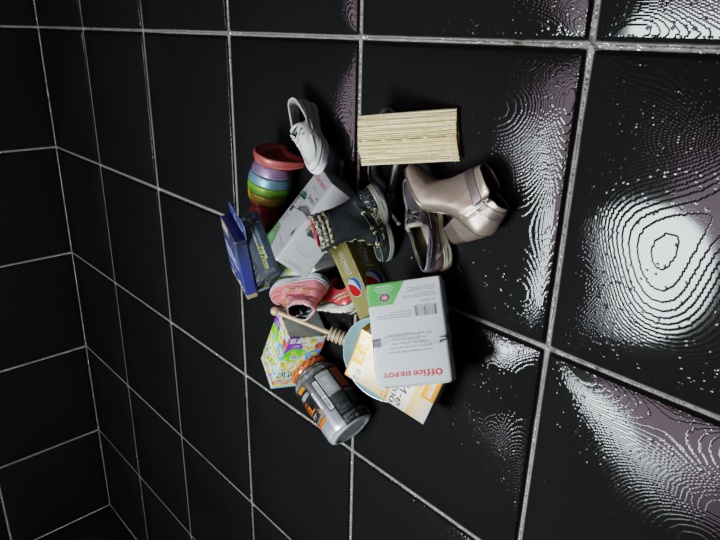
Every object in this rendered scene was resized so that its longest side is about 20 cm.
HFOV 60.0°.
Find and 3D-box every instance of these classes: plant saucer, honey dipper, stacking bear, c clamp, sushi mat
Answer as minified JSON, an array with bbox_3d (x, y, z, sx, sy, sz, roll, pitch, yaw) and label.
[{"bbox_3d":[0.057,0.191,1.372,0.201,0.039,0.201,10,112,28],"label":"plant saucer"},{"bbox_3d":[-0.125,0.132,1.503,0.200,0.038,0.038,20,124,4],"label":"honey dipper"},{"bbox_3d":[-0.220,-0.192,1.512,0.121,0.114,0.200,38,126,35],"label":"stacking bear"},{"bbox_3d":[0.061,-0.215,1.241,0.171,0.027,0.200,-132,44,-52],"label":"c clamp"},{"bbox_3d":[0.088,-0.248,1.164,0.200,0.012,0.096,2,103,24],"label":"sushi mat"}]

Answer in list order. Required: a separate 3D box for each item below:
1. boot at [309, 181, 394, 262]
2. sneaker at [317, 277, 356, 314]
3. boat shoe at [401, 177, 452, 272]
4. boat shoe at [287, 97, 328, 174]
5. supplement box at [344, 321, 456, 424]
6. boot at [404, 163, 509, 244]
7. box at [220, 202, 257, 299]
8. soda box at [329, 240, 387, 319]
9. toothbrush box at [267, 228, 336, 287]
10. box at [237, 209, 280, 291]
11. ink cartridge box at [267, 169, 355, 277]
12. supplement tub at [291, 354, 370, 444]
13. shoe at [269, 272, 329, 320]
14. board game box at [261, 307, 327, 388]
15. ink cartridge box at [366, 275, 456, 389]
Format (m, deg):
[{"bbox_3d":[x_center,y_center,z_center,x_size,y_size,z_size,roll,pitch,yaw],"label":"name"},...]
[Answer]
[{"bbox_3d":[-0.015,-0.072,1.258,0.074,0.154,0.204,56,166,39],"label":"boot"},{"bbox_3d":[-0.068,0.059,1.485,0.200,0.077,0.085,3,85,48],"label":"sneaker"},{"bbox_3d":[0.118,-0.091,1.203,0.072,0.065,0.200,-21,84,54],"label":"boat shoe"},{"bbox_3d":[-0.120,-0.297,1.357,0.072,0.066,0.200,-34,55,41],"label":"boat shoe"},{"bbox_3d":[0.080,0.206,1.295,0.200,0.074,0.126,29,118,18],"label":"supplement box"},{"bbox_3d":[0.176,-0.144,1.116,0.200,0.070,0.146,55,140,7],"label":"boot"},{"bbox_3d":[-0.283,-0.046,1.442,0.121,0.032,0.200,52,152,45],"label":"box"},{"bbox_3d":[0.000,0.000,1.371,0.064,0.068,0.200,-34,77,50],"label":"soda box"},{"bbox_3d":[-0.156,-0.044,1.523,0.200,0.086,0.146,-27,83,49],"label":"toothbrush box"},{"bbox_3d":[-0.248,-0.040,1.477,0.158,0.051,0.200,68,161,6],"label":"box"},{"bbox_3d":[-0.100,-0.107,1.332,0.200,0.084,0.146,-52,27,10],"label":"ink cartridge box"},{"bbox_3d":[-0.076,0.313,1.527,0.200,0.122,0.123,50,135,25],"label":"supplement tub"},{"bbox_3d":[-0.159,0.069,1.459,0.200,0.091,0.071,-16,129,44],"label":"shoe"},{"bbox_3d":[-0.172,0.197,1.593,0.103,0.105,0.200,63,143,38],"label":"board game box"},{"bbox_3d":[0.098,0.122,1.199,0.146,0.084,0.200,-7,78,13],"label":"ink cartridge box"}]
